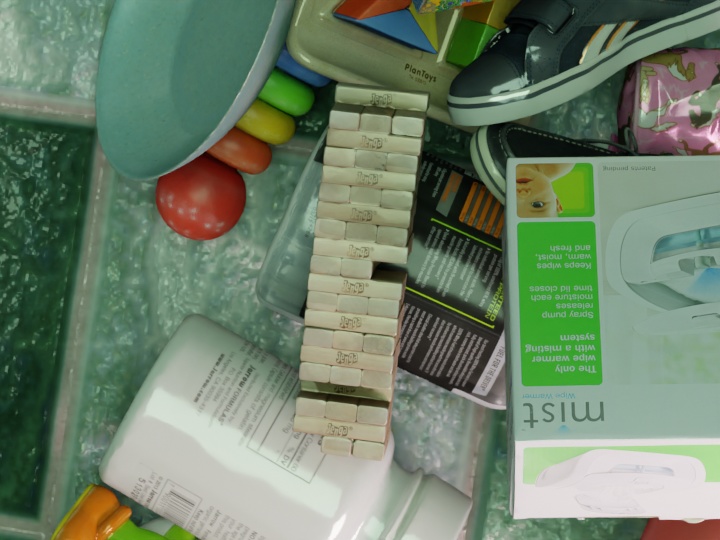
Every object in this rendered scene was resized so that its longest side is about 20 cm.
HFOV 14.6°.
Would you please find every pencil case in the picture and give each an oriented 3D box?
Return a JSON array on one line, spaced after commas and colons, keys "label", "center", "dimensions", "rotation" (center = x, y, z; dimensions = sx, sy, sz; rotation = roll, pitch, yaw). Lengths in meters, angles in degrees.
[{"label": "pencil case", "center": [0.248, -0.087, 1.662], "dimensions": [0.199, 0.083, 0.087], "rotation": [5, 99, -1]}]

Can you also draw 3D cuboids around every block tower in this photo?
[{"label": "block tower", "center": [0.000, 0.000, 1.555], "dimensions": [0.054, 0.058, 0.201], "rotation": [7, 100, 3]}]

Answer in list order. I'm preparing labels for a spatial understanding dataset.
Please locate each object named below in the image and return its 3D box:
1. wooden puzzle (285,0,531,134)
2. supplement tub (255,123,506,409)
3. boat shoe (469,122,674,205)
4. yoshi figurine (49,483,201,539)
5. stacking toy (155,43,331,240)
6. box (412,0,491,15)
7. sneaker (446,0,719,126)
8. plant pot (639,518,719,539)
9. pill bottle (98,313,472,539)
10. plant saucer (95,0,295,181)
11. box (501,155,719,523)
[{"label": "wooden puzzle", "center": [0.064, -0.187, 1.635], "dimensions": [0.185, 0.046, 0.201], "rotation": [19, 87, -36]}, {"label": "supplement tub", "center": [0.050, 0.003, 1.642], "dimensions": [0.199, 0.123, 0.123], "rotation": [25, 90, 0]}, {"label": "boat shoe", "center": [0.154, -0.043, 1.610], "dimensions": [0.199, 0.075, 0.062], "rotation": [24, 130, -18]}, {"label": "yoshi figurine", "center": [-0.104, 0.221, 1.654], "dimensions": [0.200, 0.112, 0.112], "rotation": [32, 105, -2]}, {"label": "stacking toy", "center": [-0.058, -0.108, 1.666], "dimensions": [0.085, 0.085, 0.200], "rotation": [29, 93, 0]}, {"label": "box", "center": [0.098, -0.268, 1.533], "dimensions": [0.192, 0.122, 0.201], "rotation": [-12, 71, -23]}, {"label": "sneaker", "center": [0.126, -0.150, 1.617], "dimensions": [0.200, 0.078, 0.080], "rotation": [-27, 110, -25]}, {"label": "plant pot", "center": [0.240, 0.185, 1.617], "dimensions": [0.200, 0.200, 0.178], "rotation": [32, 100, 0]}, {"label": "pill bottle", "center": [-0.042, 0.121, 1.644], "dimensions": [0.200, 0.114, 0.115], "rotation": [30, 90, 0]}, {"label": "plant saucer", "center": [-0.085, -0.141, 1.625], "dimensions": [0.039, 0.201, 0.202], "rotation": [21, 90, -31]}, {"label": "box", "center": [0.176, 0.037, 1.505], "dimensions": [0.199, 0.097, 0.177], "rotation": [0, 58, 2]}]
